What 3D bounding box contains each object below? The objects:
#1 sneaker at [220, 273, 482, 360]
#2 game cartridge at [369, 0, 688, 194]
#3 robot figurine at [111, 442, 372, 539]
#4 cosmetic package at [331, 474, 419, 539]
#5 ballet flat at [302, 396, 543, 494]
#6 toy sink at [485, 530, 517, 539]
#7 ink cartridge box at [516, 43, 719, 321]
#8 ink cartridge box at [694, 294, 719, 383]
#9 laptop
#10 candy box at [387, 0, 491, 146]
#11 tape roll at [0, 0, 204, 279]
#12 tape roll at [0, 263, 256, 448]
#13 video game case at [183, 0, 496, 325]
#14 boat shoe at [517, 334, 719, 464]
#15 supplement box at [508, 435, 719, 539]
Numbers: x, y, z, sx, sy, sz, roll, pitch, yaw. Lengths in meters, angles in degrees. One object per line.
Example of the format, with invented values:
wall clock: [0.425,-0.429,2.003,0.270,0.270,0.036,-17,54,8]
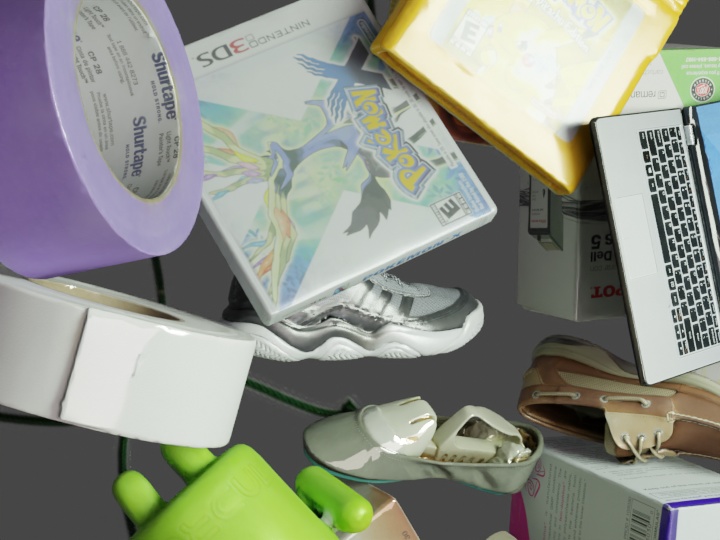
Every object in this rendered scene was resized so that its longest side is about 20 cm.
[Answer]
sneaker: [0.000,0.000,1.323,0.200,0.075,0.114,-2,102,-26]
game cartridge: [0.127,-0.182,1.312,0.176,0.032,0.200,36,79,-18]
robot figurine: [-0.075,0.195,1.228,0.175,0.116,0.200,-43,87,-13]
cosmetic package: [-0.049,0.246,1.343,0.200,0.087,0.103,-38,115,-18]
ballet flat: [0.050,0.120,1.383,0.200,0.067,0.064,12,123,-34]
toy sink: [0.104,0.283,1.396,0.130,0.112,0.200,-39,134,-17]
ink cartridge box: [0.199,-0.069,1.424,0.145,0.084,0.200,-5,101,-28]
ink cartridge box: [0.318,0.055,1.464,0.200,0.048,0.146,-18,146,-8]
laptop: [0.274,-0.032,1.329,0.200,0.116,0.187,-11,89,-52]
candy box: [0.084,-0.192,1.357,0.117,0.056,0.200,6,97,-29]
tape roll: [-0.176,-0.099,1.148,0.085,0.200,0.200,-12,110,20]
tape roll: [-0.169,0.050,1.178,0.202,0.202,0.071,16,91,-30]
video game case: [-0.034,-0.084,1.268,0.182,0.022,0.200,-25,75,-23]
boat shoe: [0.208,0.113,1.402,0.072,0.200,0.076,-56,145,-28]
supplement box: [0.204,0.193,1.408,0.103,0.200,0.101,-2,101,-30]
